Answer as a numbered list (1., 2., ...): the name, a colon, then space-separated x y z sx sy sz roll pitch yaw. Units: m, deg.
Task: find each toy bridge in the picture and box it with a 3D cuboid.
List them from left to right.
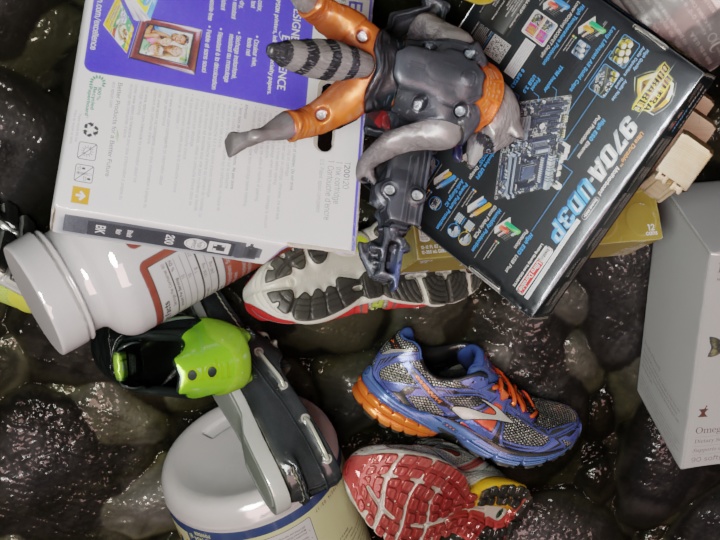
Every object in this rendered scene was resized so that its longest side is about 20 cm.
1. toy bridge: 0.225 -0.085 1.169 0.027 0.200 0.068 34 110 1

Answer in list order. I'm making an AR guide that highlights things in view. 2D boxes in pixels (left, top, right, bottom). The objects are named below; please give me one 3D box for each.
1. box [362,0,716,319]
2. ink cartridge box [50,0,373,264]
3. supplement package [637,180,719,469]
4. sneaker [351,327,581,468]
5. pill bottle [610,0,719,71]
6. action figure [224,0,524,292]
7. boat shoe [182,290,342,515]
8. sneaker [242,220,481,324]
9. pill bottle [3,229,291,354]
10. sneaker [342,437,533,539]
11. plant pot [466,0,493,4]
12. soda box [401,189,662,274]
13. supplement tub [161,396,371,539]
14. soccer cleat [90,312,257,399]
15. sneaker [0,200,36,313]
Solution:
1. box: 0.116 -0.094 1.095 0.159 0.046 0.201 38 105 18
2. ink cartridge box: -0.095 -0.107 1.090 0.198 0.200 0.043 9 157 -9
3. supplement package: 0.299 0.040 1.295 0.116 0.118 0.202 -5 121 -8
4. sneaker: 0.095 0.102 1.319 0.198 0.075 0.079 15 113 -21
5. pill bottle: 0.192 -0.169 1.153 0.199 0.114 0.114 -36 120 11
6. action figure: 0.015 -0.094 1.025 0.191 0.104 0.202 6 80 -21
7. boat shoe: -0.078 0.085 1.218 0.060 0.201 0.076 -21 160 -16
8. sneaker: 0.000 0.000 1.245 0.198 0.085 0.078 -7 83 -28
9. pill bottle: -0.142 -0.026 1.138 0.199 0.112 0.113 -29 124 -17
10. sneaker: 0.051 0.176 1.318 0.199 0.082 0.078 22 101 -48
11. plant pot: 0.033 -0.276 1.022 0.198 0.177 0.201 16 116 -19
12. soda box: 0.120 -0.042 1.213 0.198 0.064 0.069 -5 80 -18
13. supplement tub: -0.066 0.217 1.310 0.144 0.145 0.201 -18 122 -1
14. soccer cleat: -0.155 0.059 1.181 0.080 0.199 0.068 -10 98 -38
15. sneaker: -0.310 -0.014 1.175 0.199 0.078 0.091 28 120 -18
